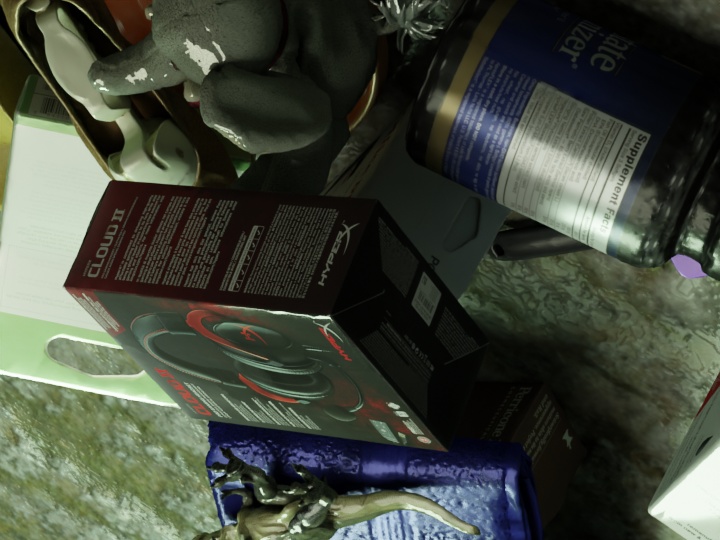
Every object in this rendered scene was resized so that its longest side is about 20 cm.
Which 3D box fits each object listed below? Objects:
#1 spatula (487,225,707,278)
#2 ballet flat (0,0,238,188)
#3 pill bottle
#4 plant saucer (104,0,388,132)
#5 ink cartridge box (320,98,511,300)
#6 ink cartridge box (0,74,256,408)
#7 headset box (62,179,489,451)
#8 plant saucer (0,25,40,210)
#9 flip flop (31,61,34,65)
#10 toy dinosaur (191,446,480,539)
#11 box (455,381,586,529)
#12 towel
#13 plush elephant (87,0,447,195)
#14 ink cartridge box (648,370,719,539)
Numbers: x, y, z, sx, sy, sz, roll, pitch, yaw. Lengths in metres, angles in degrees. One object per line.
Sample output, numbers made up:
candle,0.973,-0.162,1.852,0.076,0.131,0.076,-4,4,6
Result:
spatula,0.151,-0.019,1.713,0.200,0.021,0.057,-4,119,44
ballet flat,-0.140,-0.094,1.680,0.068,0.072,0.200,-30,109,11
pill bottle,0.134,-0.069,1.589,0.200,0.112,0.112,25,145,10
plant saucer,-0.073,-0.156,1.718,0.200,0.032,0.201,21,143,17
ink cartridge box,0.000,0.000,1.748,0.083,0.147,0.200,37,145,-7
ink cartridge box,-0.150,-0.014,1.801,0.145,0.048,0.200,11,128,-3
headset box,-0.053,0.023,1.597,0.200,0.075,0.149,6,151,33
plant saucer,-0.262,-0.122,1.862,0.200,0.048,0.200,10,143,51
flip flop,-0.201,-0.184,1.740,0.200,0.057,0.081,99,152,-58
toy dinosaur,-0.037,0.140,1.722,0.200,0.048,0.088,-10,144,26
box,0.036,0.130,1.918,0.200,0.100,0.075,0,133,38
towel,0.012,0.144,1.778,0.200,0.050,0.148,4,134,14
plush elephant,-0.070,-0.119,1.583,0.155,0.165,0.200,7,151,-46
ink cartridge box,0.259,0.066,1.624,0.084,0.144,0.200,34,145,-2
